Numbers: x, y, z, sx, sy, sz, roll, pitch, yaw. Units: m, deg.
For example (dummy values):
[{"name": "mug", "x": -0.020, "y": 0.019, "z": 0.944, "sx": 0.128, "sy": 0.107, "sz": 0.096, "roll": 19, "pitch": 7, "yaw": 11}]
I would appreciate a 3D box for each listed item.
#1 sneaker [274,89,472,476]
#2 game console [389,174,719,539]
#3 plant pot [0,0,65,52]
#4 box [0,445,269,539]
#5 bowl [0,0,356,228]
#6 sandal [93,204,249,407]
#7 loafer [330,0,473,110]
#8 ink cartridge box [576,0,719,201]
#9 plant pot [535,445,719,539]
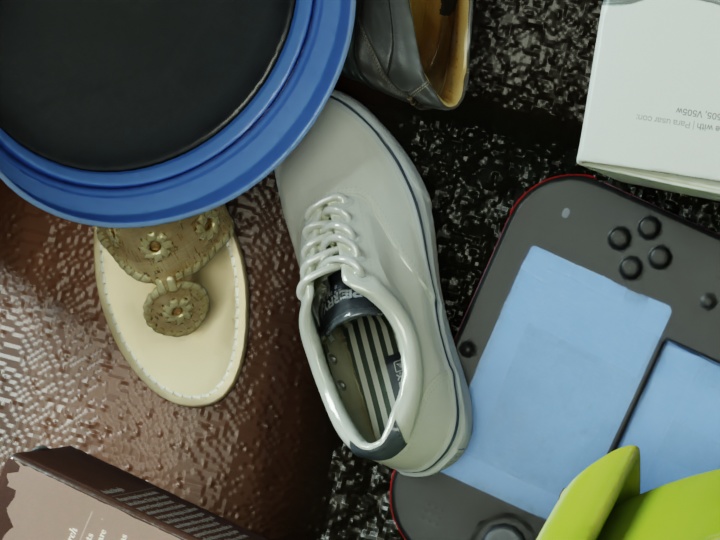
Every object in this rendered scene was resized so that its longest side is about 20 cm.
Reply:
[{"name": "sneaker", "x": 0.000, "y": 0.000, "z": 1.428, "sx": 0.073, "sy": 0.071, "sz": 0.200, "roll": -28, "pitch": 70, "yaw": 20}, {"name": "game console", "x": 0.124, "y": 0.071, "z": 1.438, "sx": 0.176, "sy": 0.031, "sz": 0.200, "roll": 25, "pitch": 94, "yaw": 11}, {"name": "plant pot", "x": -0.200, "y": -0.156, "z": 1.434, "sx": 0.196, "sy": 0.200, "sz": 0.200, "roll": -36, "pitch": 83, "yaw": 0}, {"name": "box", "x": -0.082, "y": 0.157, "z": 1.442, "sx": 0.200, "sy": 0.100, "sz": 0.075, "roll": 26, "pitch": 94, "yaw": 11}, {"name": "bowl", "x": -0.099, "y": -0.118, "z": 1.374, "sx": 0.200, "sy": 0.039, "sz": 0.201, "roll": -11, "pitch": 117, "yaw": -23}, {"name": "sandal", "x": -0.103, "y": -0.038, "z": 1.464, "sx": 0.077, "sy": 0.070, "sz": 0.212, "roll": -5, "pitch": 88, "yaw": 11}, {"name": "loafer", "x": 0.033, "y": -0.169, "z": 1.398, "sx": 0.072, "sy": 0.073, "sz": 0.201, "roll": 35, "pitch": 136, "yaw": 39}, {"name": "ink cartridge box", "x": 0.162, "y": -0.134, "z": 1.375, "sx": 0.083, "sy": 0.147, "sz": 0.201, "roll": 9, "pitch": 90, "yaw": 13}, {"name": "plant pot", "x": 0.154, "y": 0.199, "z": 1.323, "sx": 0.181, "sy": 0.200, "sz": 0.200, "roll": 10, "pitch": 122, "yaw": 18}]
